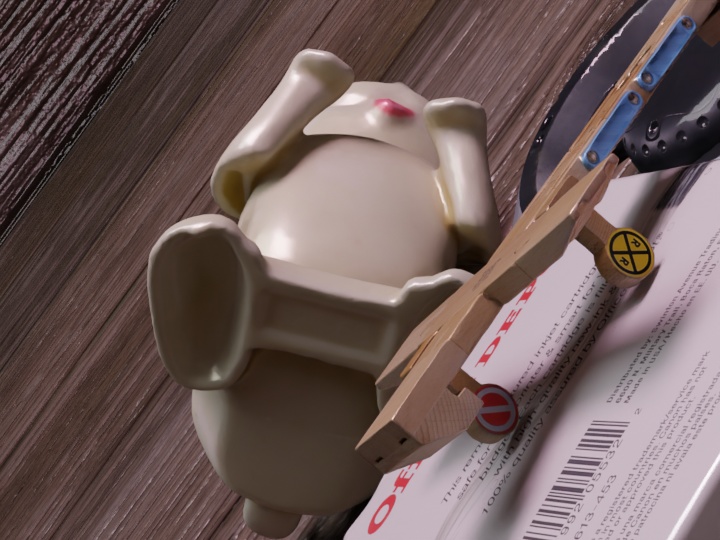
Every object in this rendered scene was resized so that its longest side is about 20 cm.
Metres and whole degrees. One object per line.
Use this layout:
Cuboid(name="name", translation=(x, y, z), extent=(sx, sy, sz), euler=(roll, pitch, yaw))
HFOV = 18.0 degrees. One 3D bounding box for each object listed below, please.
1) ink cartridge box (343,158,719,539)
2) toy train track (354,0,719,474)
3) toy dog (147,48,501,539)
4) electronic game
Cuboid(name="ink cartridge box", translation=(0.089, 0.050, 0.594), extent=(0.145, 0.084, 0.200), euler=(-55, 14, -13))
Cuboid(name="toy train track", translation=(0.065, -0.017, 0.607), extent=(0.200, 0.032, 0.115), euler=(-53, 5, -33))
Cuboid(name="toy dog", translation=(0.000, 0.000, 0.976), extent=(0.200, 0.139, 0.195), euler=(-75, -11, -54))
Cuboid(name="electronic game", translation=(0.130, -0.063, 0.826), extent=(0.200, 0.042, 0.200), euler=(-41, 21, 20))
